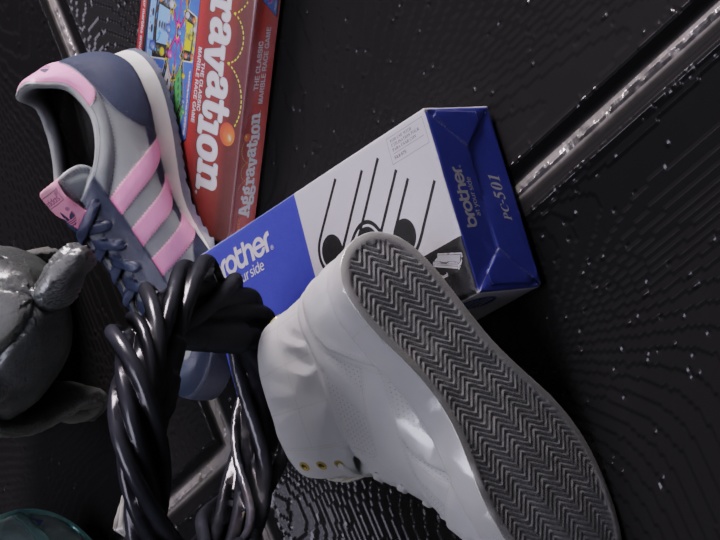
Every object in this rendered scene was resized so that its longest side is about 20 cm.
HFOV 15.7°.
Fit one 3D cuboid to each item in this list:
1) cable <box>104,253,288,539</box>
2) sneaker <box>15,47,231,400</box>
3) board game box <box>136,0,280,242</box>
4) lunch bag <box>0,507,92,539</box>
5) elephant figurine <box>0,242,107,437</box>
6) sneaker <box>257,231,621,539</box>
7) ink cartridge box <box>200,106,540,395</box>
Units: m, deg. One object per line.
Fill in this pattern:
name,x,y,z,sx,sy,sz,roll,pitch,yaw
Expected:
cable,-0.079,0.074,1.226,0.051,0.200,0.163,-5,116,20
sneaker,-0.129,-0.021,1.386,0.070,0.082,0.200,-35,69,47
board game box,-0.083,-0.123,1.395,0.103,0.019,0.200,25,114,45
lunch bag,-0.183,0.220,1.460,0.200,0.160,0.077,44,132,30
elephant figurine,-0.215,0.046,1.508,0.155,0.200,0.142,17,86,14
sneaker,0.033,0.086,1.224,0.200,0.074,0.116,55,140,4
ink cartridge box,0.000,0.000,1.291,0.200,0.044,0.094,-32,69,48
